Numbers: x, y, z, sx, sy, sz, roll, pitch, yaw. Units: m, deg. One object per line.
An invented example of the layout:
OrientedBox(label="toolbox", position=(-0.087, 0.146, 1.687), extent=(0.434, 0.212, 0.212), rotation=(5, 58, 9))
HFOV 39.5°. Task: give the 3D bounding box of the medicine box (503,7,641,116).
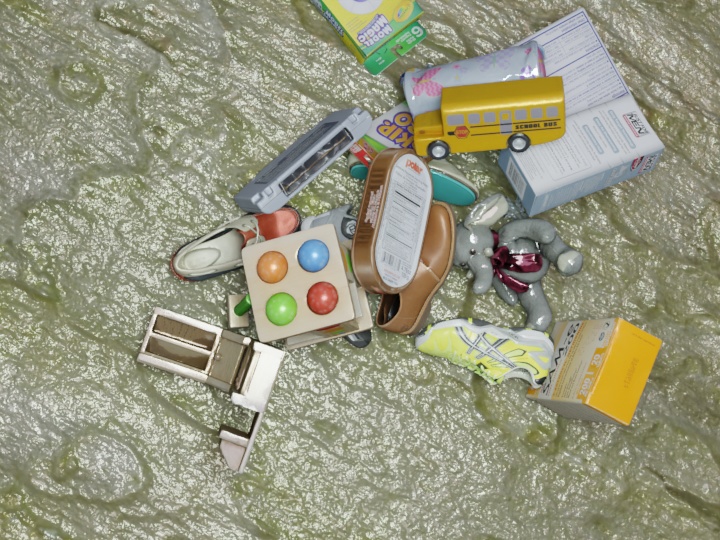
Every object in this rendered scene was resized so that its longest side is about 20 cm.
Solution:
OrientedBox(label="medicine box", position=(0.285, -0.248, 1.478), extent=(0.181, 0.103, 0.201), rotation=(-29, 90, -11))

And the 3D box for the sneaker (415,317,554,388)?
OrientedBox(label="sneaker", position=(0.175, 0.118, 1.420), extent=(0.198, 0.076, 0.077), rotation=(6, 65, 3))

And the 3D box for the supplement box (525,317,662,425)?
OrientedBox(label="supplement box", position=(0.319, 0.139, 1.395), extent=(0.073, 0.200, 0.127), rotation=(26, 79, -10))

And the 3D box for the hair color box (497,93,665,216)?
OrientedBox(label="hair color box", position=(0.301, -0.159, 1.373), extent=(0.199, 0.061, 0.099), rotation=(-21, 65, -11))

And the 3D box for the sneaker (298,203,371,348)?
OrientedBox(label="sneaker", position=(0.000, 0.000, 1.399), extent=(0.115, 0.075, 0.201), rotation=(-24, 88, 12))

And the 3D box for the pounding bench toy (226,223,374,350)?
OrientedBox(label="pounding bench toy", position=(-0.103, 0.033, 1.304), extent=(0.199, 0.156, 0.125), rotation=(-15, 79, 9))

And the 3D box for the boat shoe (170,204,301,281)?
OrientedBox(label="boat shoe", position=(-0.170, -0.040, 1.396), extent=(0.199, 0.063, 0.072), rotation=(-24, 87, -13))

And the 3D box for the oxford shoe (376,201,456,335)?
OrientedBox(label="oxford shoe", position=(0.077, -0.002, 1.394), extent=(0.071, 0.071, 0.201), rotation=(8, 107, -41))

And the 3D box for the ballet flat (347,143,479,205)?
OrientedBox(label="ballet flat", position=(0.080, -0.151, 1.455), extent=(0.199, 0.069, 0.070), rotation=(15, 82, -8))

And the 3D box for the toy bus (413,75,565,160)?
OrientedBox(label="toy bus", position=(0.168, -0.201, 1.321), extent=(0.198, 0.065, 0.079), rotation=(-4, 130, 11))

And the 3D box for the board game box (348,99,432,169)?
OrientedBox(label="board game box", position=(0.081, -0.200, 1.436), extent=(0.200, 0.030, 0.096), rotation=(-36, 69, -24))

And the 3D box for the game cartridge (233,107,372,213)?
OrientedBox(label="game cartridge", position=(-0.082, -0.150, 1.385), extent=(0.200, 0.133, 0.042), rotation=(-42, 104, -13))

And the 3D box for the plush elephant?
OrientedBox(label="plush elephant", position=(0.192, -0.021, 1.414), extent=(0.154, 0.165, 0.201), rotation=(-7, 57, -24))

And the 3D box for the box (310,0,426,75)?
OrientedBox(label="box", position=(0.002, -0.397, 1.472), extent=(0.117, 0.048, 0.200), rotation=(-40, 94, -11))

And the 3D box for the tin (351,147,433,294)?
OrientedBox(label="tin", position=(0.046, -0.066, 1.332), extent=(0.112, 0.042, 0.201), rotation=(28, 70, -52))

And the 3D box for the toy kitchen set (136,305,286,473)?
OrientedBox(label="toy kitchen set", position=(-0.209, 0.152, 1.298), extent=(0.179, 0.200, 0.164), rotation=(19, 85, -8))

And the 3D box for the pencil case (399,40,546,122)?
OrientedBox(label="pencil case", position=(0.158, -0.256, 1.379), extent=(0.199, 0.083, 0.091), rotation=(-9, 41, 16))
